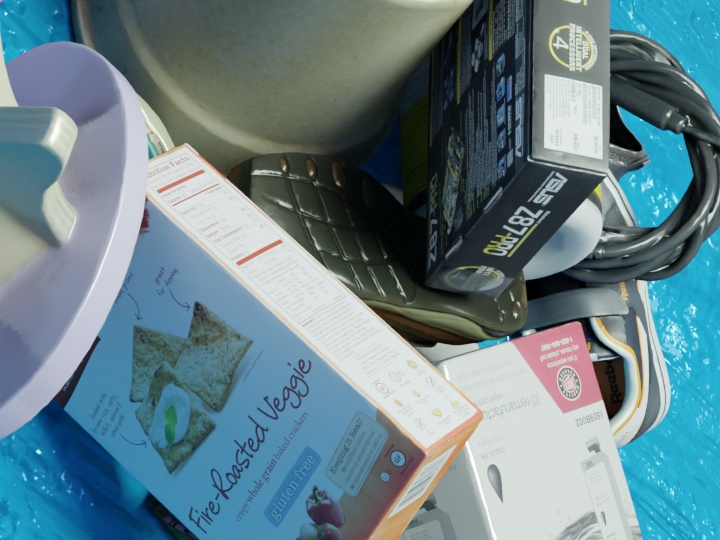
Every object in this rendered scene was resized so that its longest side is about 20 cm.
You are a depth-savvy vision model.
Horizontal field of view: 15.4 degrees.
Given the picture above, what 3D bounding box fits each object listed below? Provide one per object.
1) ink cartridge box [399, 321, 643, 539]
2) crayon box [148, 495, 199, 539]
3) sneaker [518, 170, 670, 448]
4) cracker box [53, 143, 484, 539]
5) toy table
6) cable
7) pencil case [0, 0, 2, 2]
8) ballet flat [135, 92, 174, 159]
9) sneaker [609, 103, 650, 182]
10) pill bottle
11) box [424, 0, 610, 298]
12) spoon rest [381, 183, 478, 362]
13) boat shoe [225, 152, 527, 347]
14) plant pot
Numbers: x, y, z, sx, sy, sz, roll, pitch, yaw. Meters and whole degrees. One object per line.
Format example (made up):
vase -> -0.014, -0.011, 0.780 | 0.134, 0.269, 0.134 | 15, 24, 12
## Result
ink cartridge box -> 0.079, 0.141, 1.414 | 0.147, 0.083, 0.200 | -13, 86, -55
crayon box -> -0.014, 0.146, 1.412 | 0.200, 0.058, 0.119 | 53, 40, -23
sneaker -> 0.135, 0.014, 1.641 | 0.079, 0.078, 0.200 | -28, 99, -59
cracker box -> -0.056, 0.056, 1.266 | 0.200, 0.134, 0.058 | 42, 36, 15
toy table -> -0.180, -0.035, 1.194 | 0.117, 0.184, 0.200 | 45, 43, -51
cable -> 0.134, -0.075, 1.614 | 0.200, 0.051, 0.163 | 10, 65, -2
pencil case -> -0.179, -0.183, 1.321 | 0.084, 0.085, 0.200 | 49, 39, -9
ballet flat -> -0.110, -0.032, 1.373 | 0.200, 0.069, 0.069 | 61, 38, -16
sneaker -> 0.124, -0.141, 1.690 | 0.075, 0.082, 0.200 | -40, 107, -51
pill bottle -> 0.078, -0.102, 1.529 | 0.112, 0.112, 0.200 | 25, 54, -44
box -> 0.079, -0.107, 1.379 | 0.049, 0.161, 0.200 | 10, 63, -17
spoon rest -> 0.036, 0.045, 1.518 | 0.099, 0.061, 0.200 | -14, 87, -53
boat shoe -> 0.000, 0.000, 1.427 | 0.200, 0.074, 0.076 | 25, 56, -36
plant pot -> -0.023, -0.162, 1.378 | 0.200, 0.183, 0.200 | 11, 65, -25
